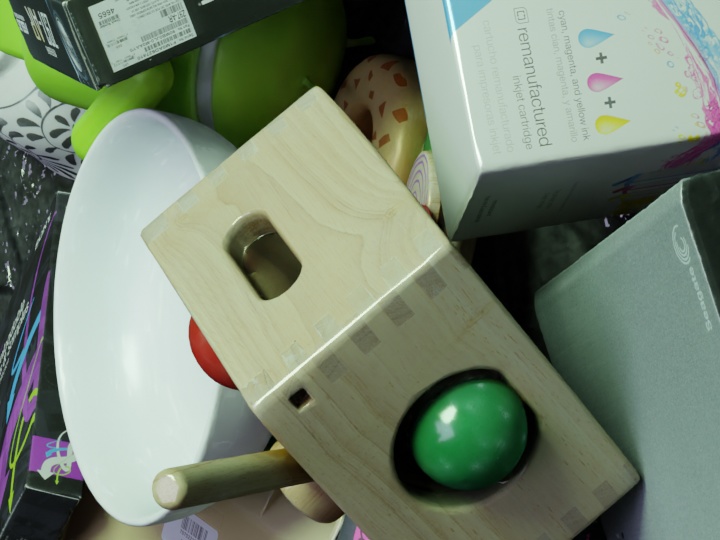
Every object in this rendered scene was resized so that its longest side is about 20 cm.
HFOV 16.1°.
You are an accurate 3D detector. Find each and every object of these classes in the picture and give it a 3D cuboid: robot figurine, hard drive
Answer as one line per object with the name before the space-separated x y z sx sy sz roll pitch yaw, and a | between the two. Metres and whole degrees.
robot figurine | -0.096 -0.131 1.326 0.199 0.176 0.116 16 124 15
hard drive | 0.129 0.050 1.021 0.200 0.033 0.140 134 120 -72

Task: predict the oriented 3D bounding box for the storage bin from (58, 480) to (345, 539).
storage bin | -0.069 0.173 1.334 0.200 0.093 0.200 31 109 42

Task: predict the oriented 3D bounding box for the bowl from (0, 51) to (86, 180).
bowl | -0.184 -0.153 1.463 0.200 0.094 0.202 -2 87 44

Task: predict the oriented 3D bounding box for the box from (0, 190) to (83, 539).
box | -0.180 0.076 1.408 0.143 0.036 0.201 121 158 -47

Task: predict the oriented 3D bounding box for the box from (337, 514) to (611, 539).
box | 0.055 0.176 1.193 0.132 0.114 0.201 31 109 41

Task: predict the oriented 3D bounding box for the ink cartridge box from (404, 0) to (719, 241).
ink cartridge box | 0.128 -0.101 1.080 0.125 0.199 0.129 105 155 -77

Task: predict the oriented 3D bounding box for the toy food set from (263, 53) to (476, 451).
toy food set | 0.000 0.000 1.249 0.201 0.048 0.198 -63 21 15

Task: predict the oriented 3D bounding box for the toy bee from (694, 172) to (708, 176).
toy bee | 0.203 0.059 1.042 0.200 0.131 0.109 43 120 22

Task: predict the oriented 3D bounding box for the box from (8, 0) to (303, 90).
box | -0.058 -0.150 1.184 0.044 0.199 0.160 69 166 -16

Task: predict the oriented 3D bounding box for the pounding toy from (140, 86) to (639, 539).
pounding toy | -0.005 0.049 1.035 0.142 0.184 0.200 -40 34 2

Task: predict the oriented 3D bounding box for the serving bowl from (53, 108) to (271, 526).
serving bowl | -0.083 0.023 1.239 0.200 0.065 0.202 -5 85 60
